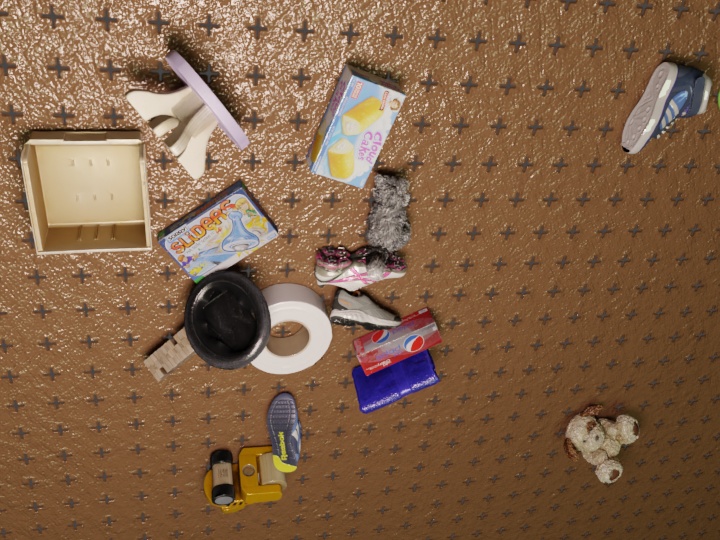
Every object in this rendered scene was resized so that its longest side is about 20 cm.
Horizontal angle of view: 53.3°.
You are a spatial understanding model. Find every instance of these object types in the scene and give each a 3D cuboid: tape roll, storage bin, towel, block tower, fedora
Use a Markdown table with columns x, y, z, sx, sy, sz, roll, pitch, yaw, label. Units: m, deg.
| x | y | z | sx | sy | sz | roll | pitch | yaw | label |
| --- | --- | --- | --- | --- | --- | --- | --- | --- | --- |
| -0.165 | 0.129 | 1.574 | 0.200 | 0.071 | 0.204 | -7 | 126 | -10 | tape roll |
| -0.482 | -0.141 | 1.286 | 0.198 | 0.094 | 0.200 | -3 | 124 | -14 | storage bin |
| 0.076 | 0.243 | 1.674 | 0.199 | 0.148 | 0.050 | -25 | 118 | 3 | towel |
| -0.374 | 0.158 | 1.532 | 0.200 | 0.054 | 0.058 | -41 | 86 | 12 | block tower |
| -0.257 | 0.104 | 1.451 | 0.200 | 0.202 | 0.092 | -32 | 162 | 7 | fedora |

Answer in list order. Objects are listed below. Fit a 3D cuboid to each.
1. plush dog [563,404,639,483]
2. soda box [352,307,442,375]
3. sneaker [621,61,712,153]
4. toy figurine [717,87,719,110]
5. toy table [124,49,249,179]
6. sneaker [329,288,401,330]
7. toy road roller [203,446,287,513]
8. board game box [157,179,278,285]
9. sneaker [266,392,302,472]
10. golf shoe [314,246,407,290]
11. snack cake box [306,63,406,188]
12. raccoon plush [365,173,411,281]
| x | y | z | sx | sy | sz | roll | pitch | yaw | label |
| --- | --- | --- | --- | --- | --- | --- | --- | --- | --- |
| 0.655 | 0.467 | 2.017 | 0.171 | 0.160 | 0.201 | 31 | 83 | -16 | plush dog |
| 0.085 | 0.165 | 1.674 | 0.198 | 0.064 | 0.070 | -23 | 125 | 1 | soda box |
| 0.649 | -0.322 | 1.489 | 0.145 | 0.081 | 0.201 | 12 | 114 | -18 | sneaker |
| 0.855 | -0.365 | 1.455 | 0.149 | 0.185 | 0.202 | -8 | 125 | -11 | toy figurine |
| -0.293 | -0.257 | 1.220 | 0.117 | 0.184 | 0.200 | -41 | 113 | -5 | toy table |
| 0.018 | 0.090 | 1.599 | 0.199 | 0.080 | 0.074 | 17 | 158 | -41 | sneaker |
| -0.289 | 0.530 | 1.788 | 0.198 | 0.124 | 0.147 | -2 | 139 | -14 | toy road roller |
| -0.281 | -0.072 | 1.426 | 0.199 | 0.035 | 0.136 | -32 | 126 | 7 | board game box |
| -0.182 | 0.385 | 1.750 | 0.073 | 0.082 | 0.202 | 4 | 107 | 10 | sneaker |
| 0.000 | 0.000 | 1.537 | 0.198 | 0.073 | 0.093 | 3 | 129 | -6 | golf shoe |
| -0.011 | -0.268 | 1.349 | 0.114 | 0.067 | 0.201 | 14 | 119 | -23 | snack cake box |
| 0.058 | -0.094 | 1.419 | 0.096 | 0.201 | 0.135 | 1 | 138 | 0 | raccoon plush |
